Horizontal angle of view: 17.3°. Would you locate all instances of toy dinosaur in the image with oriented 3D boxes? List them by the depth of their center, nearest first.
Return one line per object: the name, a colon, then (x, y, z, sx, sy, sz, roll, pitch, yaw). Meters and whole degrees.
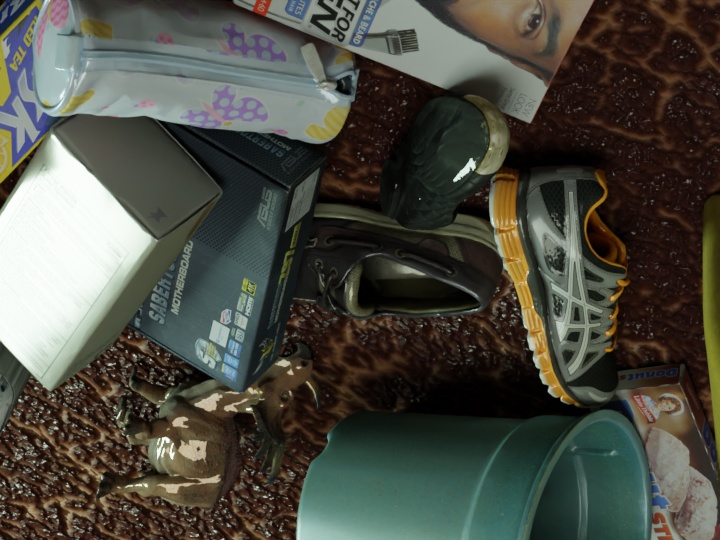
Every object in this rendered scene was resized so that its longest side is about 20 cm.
toy dinosaur: (-0.115, 0.132, 1.748, 0.135, 0.086, 0.200, 16, 139, -9)

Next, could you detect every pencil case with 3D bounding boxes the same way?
pencil case: (-0.101, -0.126, 1.456, 0.200, 0.091, 0.083, 5, 113, -26)

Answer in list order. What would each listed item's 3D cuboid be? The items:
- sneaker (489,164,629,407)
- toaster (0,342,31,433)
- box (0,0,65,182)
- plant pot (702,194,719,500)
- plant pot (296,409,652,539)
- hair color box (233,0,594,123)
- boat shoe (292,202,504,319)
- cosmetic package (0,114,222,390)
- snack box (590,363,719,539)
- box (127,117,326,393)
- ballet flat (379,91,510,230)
sneaker: (0.145, 0.012, 1.573, 0.077, 0.078, 0.200, -12, 128, 13)
toaster: (-0.303, 0.049, 1.690, 0.200, 0.129, 0.114, 24, 134, -6)
box: (-0.230, -0.111, 1.505, 0.200, 0.064, 0.070, -45, 113, 3)
plant pot: (0.313, 0.088, 1.506, 0.195, 0.200, 0.194, 0, 131, 14)
plant pot: (0.074, 0.185, 1.661, 0.196, 0.200, 0.200, 6, 134, 31)
hair color box: (0.035, -0.180, 1.437, 0.200, 0.064, 0.111, 20, 133, -5)
boat shoe: (0.000, 0.000, 1.605, 0.200, 0.065, 0.072, 1, 134, 16)
cosmetic package: (-0.182, -0.019, 1.559, 0.105, 0.071, 0.200, 47, 138, 4)
snack box: (0.225, 0.149, 1.703, 0.072, 0.024, 0.200, -8, 128, 24)
box: (-0.115, -0.032, 1.588, 0.158, 0.051, 0.200, 31, 135, 16)
ballet flat: (0.060, -0.071, 1.494, 0.057, 0.067, 0.200, -2, 171, -15)
